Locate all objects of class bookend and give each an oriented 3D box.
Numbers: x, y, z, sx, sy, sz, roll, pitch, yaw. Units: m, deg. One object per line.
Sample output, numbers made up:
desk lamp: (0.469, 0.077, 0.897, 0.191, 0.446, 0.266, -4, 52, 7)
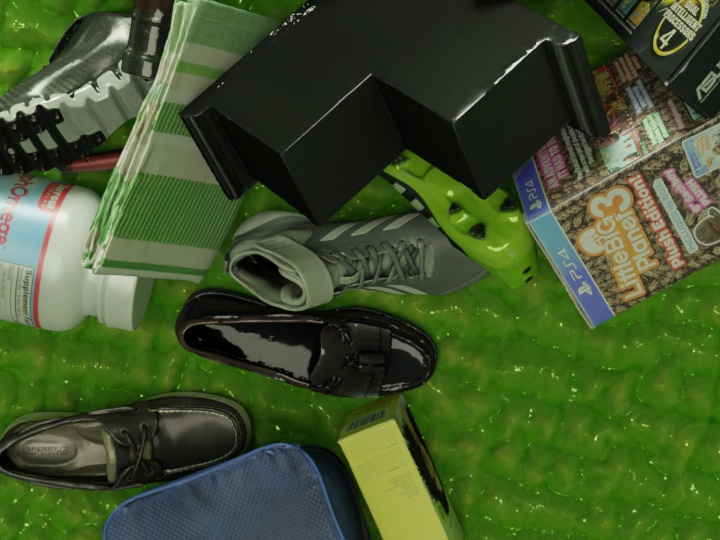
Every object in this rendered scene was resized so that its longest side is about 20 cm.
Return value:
bookend: (0.023, -0.100, 1.204, 0.199, 0.200, 0.092, -43, 138, -14)

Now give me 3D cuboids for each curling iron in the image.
curling iron: (-0.139, -0.098, 1.345, 0.198, 0.026, 0.050, 0, 106, 5)

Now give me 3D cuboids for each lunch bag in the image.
lunch bag: (-0.092, 0.216, 1.358, 0.199, 0.132, 0.137, -20, 80, 8)

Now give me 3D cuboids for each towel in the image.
towel: (-0.116, -0.088, 1.270, 0.023, 0.152, 0.201, 25, 99, 28)

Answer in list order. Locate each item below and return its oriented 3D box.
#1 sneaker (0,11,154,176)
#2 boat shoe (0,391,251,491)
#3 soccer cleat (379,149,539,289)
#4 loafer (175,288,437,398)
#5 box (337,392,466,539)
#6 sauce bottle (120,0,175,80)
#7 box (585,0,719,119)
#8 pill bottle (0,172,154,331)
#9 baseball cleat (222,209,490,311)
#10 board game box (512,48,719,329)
sneaker: (-0.201, -0.137, 1.313, 0.199, 0.091, 0.067, -25, 141, 0)
boat shoe: (-0.183, 0.136, 1.383, 0.198, 0.065, 0.072, -3, 101, 6)
soccer cleat: (0.057, -0.061, 1.284, 0.067, 0.081, 0.200, -35, 54, -5)
loafer: (-0.043, 0.061, 1.353, 0.198, 0.063, 0.072, 10, 104, 3)
box: (0.047, 0.198, 1.371, 0.050, 0.075, 0.201, -21, 101, 10)
sauce bottle: (-0.126, -0.230, 1.230, 0.066, 0.066, 0.201, 12, 103, 3)
box: (0.233, -0.206, 1.194, 0.049, 0.200, 0.161, 34, 106, -25)
pill bottle: (-0.253, -0.017, 1.333, 0.198, 0.109, 0.110, 12, 104, 2)
baseball cleat: (0.000, 0.000, 1.313, 0.198, 0.107, 0.070, 0, 115, 10)
board game box: (0.209, -0.079, 1.237, 0.199, 0.160, 0.097, -29, 116, 12)
